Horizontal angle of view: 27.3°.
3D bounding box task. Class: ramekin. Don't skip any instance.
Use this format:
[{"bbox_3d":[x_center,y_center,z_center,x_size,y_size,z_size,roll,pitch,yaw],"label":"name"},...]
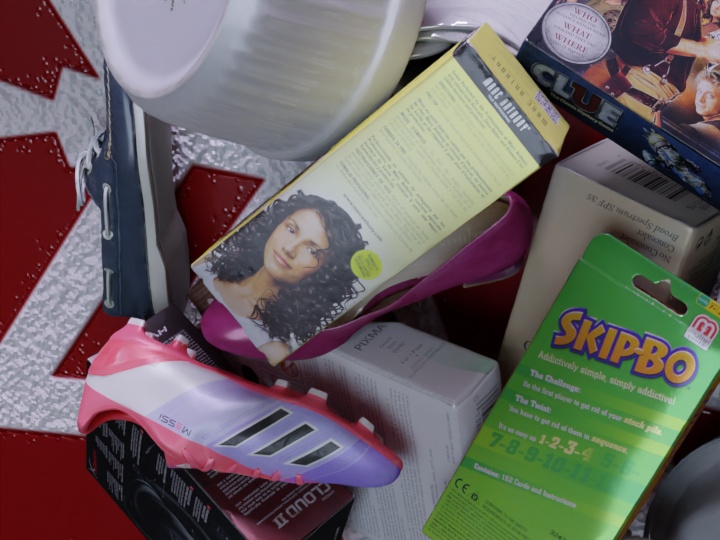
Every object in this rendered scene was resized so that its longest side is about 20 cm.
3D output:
[{"bbox_3d":[-0.063,-0.164,0.804,0.200,0.105,0.202,-6,82,52],"label":"ramekin"}]

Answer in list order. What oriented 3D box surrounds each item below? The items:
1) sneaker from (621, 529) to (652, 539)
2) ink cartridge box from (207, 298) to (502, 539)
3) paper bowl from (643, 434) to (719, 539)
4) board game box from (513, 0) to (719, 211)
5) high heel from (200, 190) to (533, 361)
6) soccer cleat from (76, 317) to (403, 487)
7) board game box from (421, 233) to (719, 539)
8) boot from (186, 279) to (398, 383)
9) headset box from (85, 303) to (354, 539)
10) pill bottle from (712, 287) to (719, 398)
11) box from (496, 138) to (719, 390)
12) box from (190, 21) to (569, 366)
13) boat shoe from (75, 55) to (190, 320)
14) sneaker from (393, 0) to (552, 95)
[{"bbox_3d":[0.134,0.177,0.901,0.074,0.087,0.200,36,157,-5],"label":"sneaker"},{"bbox_3d":[0.003,0.098,0.928,0.199,0.050,0.162,23,137,37],"label":"ink cartridge box"},{"bbox_3d":[0.253,0.186,0.852,0.200,0.104,0.202,11,107,40],"label":"paper bowl"},{"bbox_3d":[0.195,-0.102,0.771,0.199,0.136,0.035,33,154,5],"label":"board game box"},{"bbox_3d":[0.000,0.000,0.832,0.199,0.096,0.068,-10,72,4],"label":"high heel"},{"bbox_3d":[-0.072,0.095,0.871,0.199,0.067,0.077,22,77,14],"label":"soccer cleat"},{"bbox_3d":[0.120,0.087,0.802,0.095,0.030,0.201,34,108,21],"label":"board game box"},{"bbox_3d":[-0.002,0.024,0.938,0.200,0.077,0.155,-39,97,28],"label":"boot"},{"bbox_3d":[-0.091,0.145,0.966,0.200,0.077,0.149,43,149,20],"label":"headset box"},{"bbox_3d":[0.294,0.040,0.804,0.199,0.111,0.112,16,117,15],"label":"pill bottle"},{"bbox_3d":[0.143,0.035,0.872,0.095,0.078,0.201,27,120,26],"label":"box"},{"bbox_3d":[0.008,-0.037,0.771,0.200,0.050,0.075,-38,96,24],"label":"box"},{"bbox_3d":[-0.153,-0.057,0.968,0.061,0.075,0.201,2,122,9],"label":"boat shoe"},{"bbox_3d":[0.018,-0.138,0.836,0.199,0.116,0.074,11,118,19],"label":"sneaker"}]
